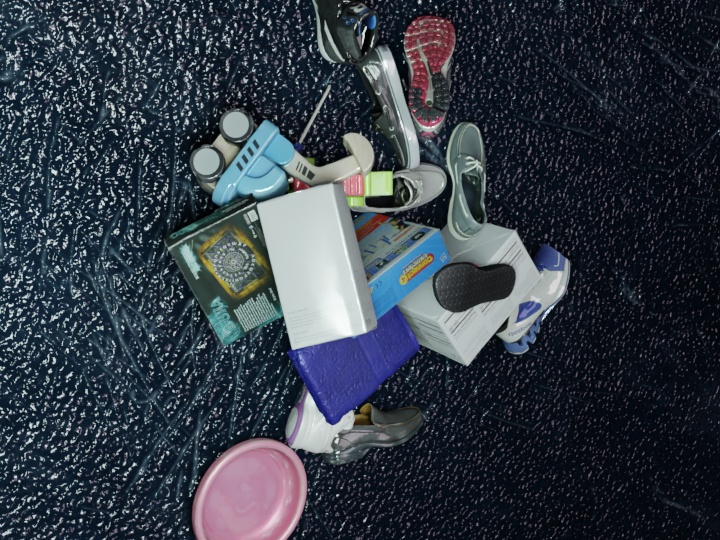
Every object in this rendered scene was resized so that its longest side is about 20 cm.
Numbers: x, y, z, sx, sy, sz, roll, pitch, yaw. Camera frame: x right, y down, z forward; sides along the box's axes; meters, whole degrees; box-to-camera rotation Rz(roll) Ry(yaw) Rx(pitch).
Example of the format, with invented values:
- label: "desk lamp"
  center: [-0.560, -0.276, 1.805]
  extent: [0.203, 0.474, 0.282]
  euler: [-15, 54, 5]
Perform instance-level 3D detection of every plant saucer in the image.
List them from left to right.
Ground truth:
- label: "plant saucer"
  center: [-0.177, 0.352, 1.635]
  extent: [0.198, 0.051, 0.204]
  euler: [-12, 110, -35]

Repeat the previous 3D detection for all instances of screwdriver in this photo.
- label: "screwdriver"
  center: [-0.080, -0.196, 1.532]
  extent: [0.028, 0.029, 0.202]
  euler: [44, 62, -32]

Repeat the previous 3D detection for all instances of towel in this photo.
- label: "towel"
  center: [-0.011, 0.119, 1.599]
  extent: [0.199, 0.049, 0.149]
  euler: [-39, 115, -26]

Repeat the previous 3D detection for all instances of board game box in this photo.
- label: "board game box"
  center: [-0.171, 0.003, 1.455]
  extent: [0.134, 0.028, 0.202]
  euler: [-26, 131, -5]
- label: "board game box"
  center: [0.000, 0.000, 1.570]
  extent: [0.199, 0.195, 0.056]
  euler: [-37, 118, -21]

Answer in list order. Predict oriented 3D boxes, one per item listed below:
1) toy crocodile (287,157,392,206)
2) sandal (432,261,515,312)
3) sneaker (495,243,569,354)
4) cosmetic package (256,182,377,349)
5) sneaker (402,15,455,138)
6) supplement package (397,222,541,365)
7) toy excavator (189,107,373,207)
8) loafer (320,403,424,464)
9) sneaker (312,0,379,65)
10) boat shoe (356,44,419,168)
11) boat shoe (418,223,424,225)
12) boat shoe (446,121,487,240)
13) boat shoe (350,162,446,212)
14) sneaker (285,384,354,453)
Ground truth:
- label: "toy crocodile"
  center: [-0.047, -0.130, 1.558]
  extent: [0.196, 0.062, 0.069]
  euler: [3, 96, -10]
- label: "sandal"
  center: [0.165, 0.020, 1.610]
  extent: [0.198, 0.045, 0.076]
  euler: [-2, 109, -49]
- label: "sneaker"
  center: [0.288, 0.041, 1.872]
  extent: [0.115, 0.080, 0.202]
  euler: [30, 86, -40]
- label: "cosmetic package"
  center: [-0.056, -0.007, 1.405]
  extent: [0.081, 0.111, 0.204]
  euler: [-13, 92, -77]
- label: "sneaker"
  center: [0.101, -0.301, 1.622]
  extent: [0.075, 0.079, 0.203]
  euler: [85, 10, -68]
- label: "supplement package"
  center: [0.165, 0.028, 1.729]
  extent: [0.200, 0.155, 0.111]
  euler: [-47, 124, -16]
- label: "toy excavator"
  center: [-0.106, -0.142, 1.447]
  extent: [0.199, 0.100, 0.195]
  euler: [37, 81, 3]
- label: "loafer"
  center: [0.022, 0.255, 1.744]
  extent: [0.198, 0.072, 0.074]
  euler: [-17, 108, -33]
- label: "sneaker"
  center: [-0.023, -0.393, 1.495]
  extent: [0.072, 0.111, 0.203]
  euler: [-29, 119, -27]
- label: "boat shoe"
  center: [0.041, -0.245, 1.622]
  extent: [0.056, 0.069, 0.203]
  euler: [-22, 116, -7]
- label: "boat shoe"
  center: [0.038, 0.005, 1.679]
  extent: [0.200, 0.075, 0.062]
  euler: [-43, 123, -17]
- label: "boat shoe"
  center: [0.182, -0.152, 1.711]
  extent: [0.072, 0.062, 0.204]
  euler: [13, 71, -24]
- label: "boat shoe"
  center: [0.066, -0.128, 1.667]
  extent: [0.197, 0.065, 0.073]
  euler: [-7, 107, -35]
- label: "sneaker"
  center: [-0.044, 0.193, 1.663]
  extent: [0.098, 0.075, 0.203]
  euler: [22, 95, -21]
